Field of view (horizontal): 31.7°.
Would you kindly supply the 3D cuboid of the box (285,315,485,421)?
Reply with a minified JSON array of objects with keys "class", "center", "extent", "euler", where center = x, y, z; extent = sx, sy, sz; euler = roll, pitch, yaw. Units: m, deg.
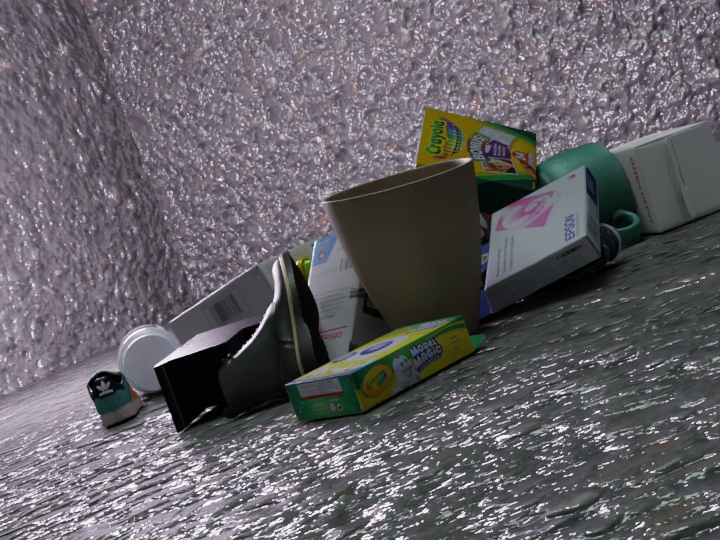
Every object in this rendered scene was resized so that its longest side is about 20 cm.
[{"class":"box","center":[0.031,0.099,1.354],"extent":[0.200,0.048,0.117],"euler":[-22,4,-41]}]

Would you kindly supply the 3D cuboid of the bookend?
[{"class":"bookend","center":[-0.139,0.117,1.665],"extent":[0.200,0.092,0.199],"euler":[-18,6,11]}]

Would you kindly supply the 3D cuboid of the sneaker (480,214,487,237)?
[{"class":"sneaker","center":[0.087,-0.030,1.718],"extent":[0.075,0.081,0.200],"euler":[11,52,47]}]

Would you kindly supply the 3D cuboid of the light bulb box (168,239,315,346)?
[{"class":"light bulb box","center":[-0.152,0.066,1.977],"extent":[0.198,0.125,0.200],"euler":[-32,-1,26]}]

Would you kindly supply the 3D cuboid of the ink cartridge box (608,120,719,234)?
[{"class":"ink cartridge box","center":[0.437,-0.131,1.839],"extent":[0.125,0.129,0.200],"euler":[-21,5,-13]}]

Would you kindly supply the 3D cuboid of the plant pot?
[{"class":"plant pot","center":[0.069,-0.013,1.514],"extent":[0.187,0.200,0.187],"euler":[-15,8,2]}]

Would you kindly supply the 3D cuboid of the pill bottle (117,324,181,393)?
[{"class":"pill bottle","center":[-0.363,0.153,2.190],"extent":[0.113,0.113,0.200],"euler":[-21,3,-10]}]

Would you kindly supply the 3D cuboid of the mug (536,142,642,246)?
[{"class":"mug","center":[0.317,-0.100,1.841],"extent":[0.114,0.152,0.185],"euler":[-21,3,-12]}]

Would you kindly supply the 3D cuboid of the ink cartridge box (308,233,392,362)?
[{"class":"ink cartridge box","center":[-0.014,0.052,1.611],"extent":[0.067,0.200,0.116],"euler":[21,-22,-33]}]

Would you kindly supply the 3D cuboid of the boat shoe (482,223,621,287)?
[{"class":"boat shoe","center":[0.236,-0.012,1.648],"extent":[0.200,0.071,0.091],"euler":[-18,4,24]}]

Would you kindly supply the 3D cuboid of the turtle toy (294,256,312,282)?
[{"class":"turtle toy","center":[0.000,0.000,1.884],"extent":[0.146,0.101,0.200],"euler":[-18,5,36]}]

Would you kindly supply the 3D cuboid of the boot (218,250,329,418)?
[{"class":"boot","center":[-0.123,0.077,1.571],"extent":[0.138,0.077,0.200],"euler":[-23,47,11]}]

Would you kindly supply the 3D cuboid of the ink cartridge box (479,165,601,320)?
[{"class":"ink cartridge box","center":[0.208,-0.034,1.603],"extent":[0.200,0.043,0.196],"euler":[-28,23,22]}]

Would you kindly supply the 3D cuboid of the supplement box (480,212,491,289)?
[{"class":"supplement box","center":[0.160,-0.053,1.850],"extent":[0.110,0.086,0.200],"euler":[-20,37,0]}]

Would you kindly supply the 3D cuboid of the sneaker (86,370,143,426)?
[{"class":"sneaker","center":[-0.392,0.192,2.010],"extent":[0.071,0.080,0.200],"euler":[-21,4,-10]}]

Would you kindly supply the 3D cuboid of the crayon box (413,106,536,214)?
[{"class":"crayon box","center":[0.166,-0.157,1.842],"extent":[0.172,0.058,0.200],"euler":[14,31,-1]}]
